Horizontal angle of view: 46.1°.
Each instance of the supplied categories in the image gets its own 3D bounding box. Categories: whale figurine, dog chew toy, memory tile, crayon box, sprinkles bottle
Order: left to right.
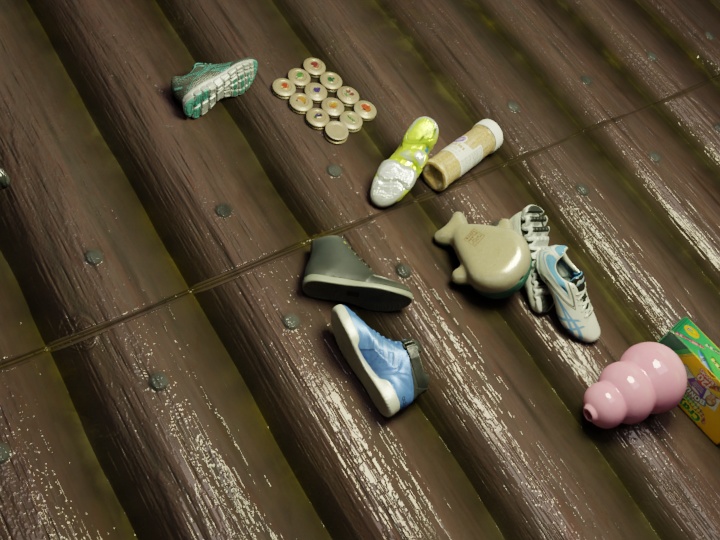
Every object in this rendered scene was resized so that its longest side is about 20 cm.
[{"bbox_3d":[-0.074,-0.352,1.739,0.199,0.017,0.153,41,55,12],"label":"memory tile"},{"bbox_3d":[0.209,-0.235,1.715,0.068,0.069,0.199,42,55,14],"label":"sprinkles bottle"},{"bbox_3d":[0.229,-0.027,1.573,0.159,0.104,0.199,-46,53,-10],"label":"whale figurine"},{"bbox_3d":[0.469,0.208,1.467,0.197,0.125,0.126,-24,65,-21],"label":"dog chew toy"},{"bbox_3d":[0.610,0.197,1.513,0.058,0.120,0.201,-30,69,-32],"label":"crayon box"}]

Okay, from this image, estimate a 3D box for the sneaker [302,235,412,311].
[{"bbox_3d":[0.000,0.000,1.483,0.195,0.075,0.108,12,56,-8],"label":"sneaker"}]

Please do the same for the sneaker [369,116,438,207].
[{"bbox_3d":[0.087,-0.202,1.659,0.075,0.105,0.201,37,83,3],"label":"sneaker"}]

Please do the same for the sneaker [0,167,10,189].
[{"bbox_3d":[-0.674,-0.139,1.379,0.195,0.074,0.081,-2,66,-11],"label":"sneaker"}]

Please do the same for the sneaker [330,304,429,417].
[{"bbox_3d":[0.038,0.130,1.404,0.110,0.077,0.202,-26,71,-24],"label":"sneaker"}]

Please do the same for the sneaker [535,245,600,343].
[{"bbox_3d":[0.389,0.046,1.543,0.072,0.072,0.202,-41,105,-37],"label":"sneaker"}]

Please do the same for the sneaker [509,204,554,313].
[{"bbox_3d":[0.323,-0.017,1.604,0.074,0.080,0.205,6,72,-39],"label":"sneaker"}]

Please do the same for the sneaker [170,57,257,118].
[{"bbox_3d":[-0.289,-0.381,1.658,0.091,0.078,0.199,41,53,18],"label":"sneaker"}]
